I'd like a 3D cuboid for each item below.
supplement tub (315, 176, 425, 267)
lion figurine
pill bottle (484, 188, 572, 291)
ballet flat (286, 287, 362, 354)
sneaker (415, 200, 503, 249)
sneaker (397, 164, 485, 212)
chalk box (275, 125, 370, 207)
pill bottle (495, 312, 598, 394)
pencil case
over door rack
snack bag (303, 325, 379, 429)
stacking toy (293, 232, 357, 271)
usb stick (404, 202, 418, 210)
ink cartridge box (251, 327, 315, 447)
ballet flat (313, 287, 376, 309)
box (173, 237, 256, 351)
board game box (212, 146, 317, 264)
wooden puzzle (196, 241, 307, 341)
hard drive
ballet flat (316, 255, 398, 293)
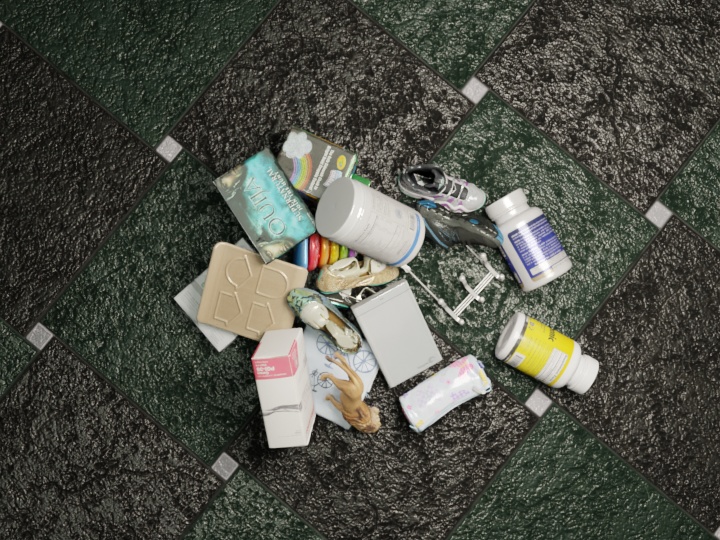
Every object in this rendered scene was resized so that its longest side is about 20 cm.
[{"bbox_3d":[0.022,-0.095,1.427,0.199,0.132,0.133,22,85,-36],"label":"supplement tub"},{"bbox_3d":[-0.019,0.258,1.446,0.072,0.201,0.122,-42,57,-19],"label":"lion figurine"},{"bbox_3d":[0.354,-0.068,1.506,0.119,0.120,0.201,-29,88,-2],"label":"pill bottle"},{"bbox_3d":[-0.067,0.108,1.452,0.200,0.074,0.074,37,86,-24],"label":"ballet flat"},{"bbox_3d":[0.205,-0.082,1.488,0.199,0.073,0.082,22,116,17],"label":"sneaker"},{"bbox_3d":[0.178,-0.178,1.499,0.198,0.140,0.078,12,86,1],"label":"sneaker"},{"bbox_3d":[-0.080,-0.203,1.509,0.199,0.124,0.126,25,86,0],"label":"chalk box"},{"bbox_3d":[0.398,0.182,1.495,0.199,0.111,0.112,28,87,1],"label":"pill bottle"},{"bbox_3d":[0.181,0.264,1.501,0.199,0.083,0.091,-30,65,-1],"label":"pencil case"},{"bbox_3d":[0.197,0.000,1.527,0.200,0.067,0.148,44,86,2],"label":"over door rack"},{"bbox_3d":[-0.063,0.226,1.533,0.187,0.021,0.201,24,89,2],"label":"snack bag"},{"bbox_3d":[-0.045,-0.051,1.519,0.198,0.116,0.111,1,88,-12],"label":"stacking toy"},{"bbox_3d":[0.063,-0.116,1.541,0.198,0.033,0.056,-5,105,3],"label":"usb stick"},{"bbox_3d":[-0.152,0.238,1.427,0.082,0.147,0.202,-6,107,6],"label":"ink cartridge box"},{"bbox_3d":[-0.016,0.064,1.526,0.199,0.068,0.069,20,76,-10],"label":"ballet flat"},{"bbox_3d":[-0.280,0.054,1.532,0.200,0.041,0.156,-41,88,-4],"label":"box"},{"bbox_3d":[-0.189,-0.131,1.422,0.135,0.028,0.201,-34,87,-7],"label":"board game box"},{"bbox_3d":[-0.226,0.049,1.471,0.198,0.046,0.187,17,107,-5],"label":"wooden puzzle"},{"bbox_3d":[0.079,0.135,1.500,0.131,0.027,0.201,-27,108,-6],"label":"hard drive"},{"bbox_3d":[0.000,0.000,1.488,0.199,0.071,0.066,-14,129,-30],"label":"ballet flat"}]
